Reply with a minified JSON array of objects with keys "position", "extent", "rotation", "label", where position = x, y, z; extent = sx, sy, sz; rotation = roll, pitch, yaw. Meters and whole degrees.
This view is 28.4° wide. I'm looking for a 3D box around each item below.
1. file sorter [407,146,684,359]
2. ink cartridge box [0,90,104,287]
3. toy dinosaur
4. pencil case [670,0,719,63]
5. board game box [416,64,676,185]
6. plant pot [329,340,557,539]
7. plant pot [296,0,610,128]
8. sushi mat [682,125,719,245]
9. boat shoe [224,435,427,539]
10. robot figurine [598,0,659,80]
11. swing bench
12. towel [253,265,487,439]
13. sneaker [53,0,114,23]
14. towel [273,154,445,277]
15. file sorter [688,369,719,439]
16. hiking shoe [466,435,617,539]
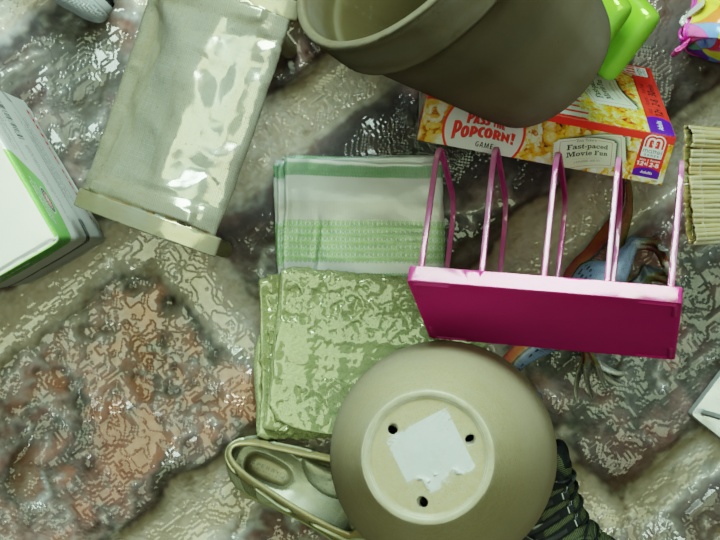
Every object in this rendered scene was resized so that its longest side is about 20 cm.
[{"position":[0.151,-0.018,1.112],"extent":[0.199,0.139,0.126],"rotation":[5,71,12],"label":"file sorter"},{"position":[-0.288,-0.066,1.129],"extent":[0.084,0.200,0.146],"rotation":[-30,91,0],"label":"ink cartridge box"},{"position":[0.187,0.039,1.232],"extent":[0.181,0.105,0.200],"rotation":[-23,57,6],"label":"toy dinosaur"},{"position":[0.327,-0.274,1.219],"extent":[0.088,0.088,0.201],"rotation":[13,87,-3],"label":"pencil case"},{"position":[0.148,-0.138,1.174],"extent":[0.199,0.152,0.046],"rotation":[10,119,-3],"label":"board game box"},{"position":[0.056,0.138,1.069],"extent":[0.187,0.200,0.188],"rotation":[-1,82,6],"label":"plant pot"},{"position":[0.082,-0.195,1.018],"extent":[0.173,0.200,0.200],"rotation":[36,88,-36],"label":"plant pot"},{"position":[0.332,-0.072,1.192],"extent":[0.200,0.012,0.096],"rotation":[-4,92,-43],"label":"sushi mat"},{"position":[-0.019,0.189,1.195],"extent":[0.200,0.063,0.073],"rotation":[23,78,6],"label":"boat shoe"},{"position":[0.153,-0.244,1.172],"extent":[0.200,0.175,0.116],"rotation":[52,122,30],"label":"robot figurine"},{"position":[-0.137,-0.124,1.135],"extent":[0.129,0.200,0.200],"rotation":[20,89,-2],"label":"swing bench"},{"position":[0.010,0.073,1.201],"extent":[0.199,0.036,0.149],"rotation":[3,91,-6],"label":"towel"},{"position":[-0.272,-0.306,1.195],"extent":[0.200,0.075,0.115],"rotation":[34,88,-7],"label":"sneaker"},{"position":[0.000,0.000,1.227],"extent":[0.149,0.031,0.201],"rotation":[-1,90,-2],"label":"towel"},{"position":[0.405,0.089,1.199],"extent":[0.139,0.125,0.200],"rotation":[38,88,-1],"label":"file sorter"},{"position":[0.160,0.197,1.193],"extent":[0.200,0.076,0.101],"rotation":[27,107,-13],"label":"hiking shoe"}]
